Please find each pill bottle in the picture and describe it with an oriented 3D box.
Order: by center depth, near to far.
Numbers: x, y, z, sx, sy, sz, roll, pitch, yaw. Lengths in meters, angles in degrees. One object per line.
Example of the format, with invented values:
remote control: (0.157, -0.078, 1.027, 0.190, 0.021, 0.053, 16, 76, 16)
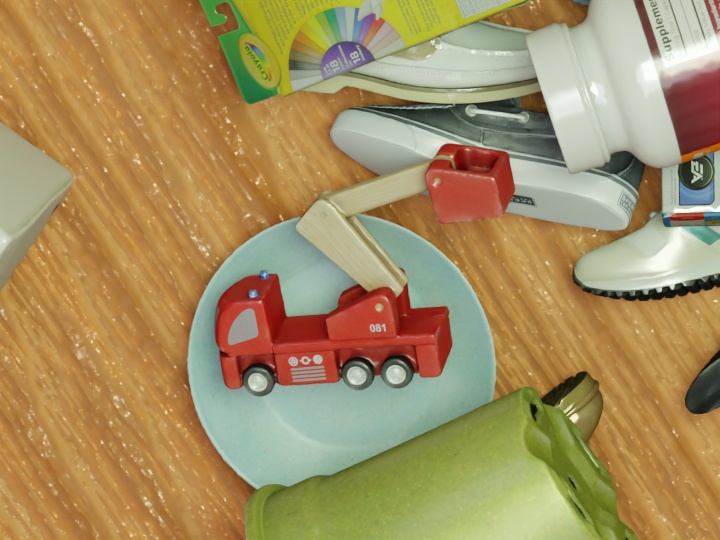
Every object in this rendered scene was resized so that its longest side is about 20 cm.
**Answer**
pill bottle: (0.201, -0.126, 1.570, 0.199, 0.113, 0.114, -19, 100, 6)

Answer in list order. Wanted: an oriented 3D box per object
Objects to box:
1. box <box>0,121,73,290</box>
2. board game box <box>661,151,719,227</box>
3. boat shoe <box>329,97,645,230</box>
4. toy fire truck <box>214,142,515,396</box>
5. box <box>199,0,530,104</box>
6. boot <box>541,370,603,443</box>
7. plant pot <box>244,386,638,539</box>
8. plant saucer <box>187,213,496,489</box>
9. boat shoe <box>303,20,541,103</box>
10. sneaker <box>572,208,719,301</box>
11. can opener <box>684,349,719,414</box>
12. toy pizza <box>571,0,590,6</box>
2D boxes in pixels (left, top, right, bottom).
box: (-0.314, -0.012, 1.708, 0.171, 0.200, 0.200, 35, 104, -4)
board game box: (0.277, -0.128, 1.646, 0.194, 0.056, 0.202, 0, 83, 7)
boat shoe: (0.081, -0.081, 1.712, 0.199, 0.072, 0.068, 13, 71, 18)
toy fire truck: (0.000, 0.000, 1.689, 0.198, 0.049, 0.142, -4, 112, 15)
box: (-0.002, -0.183, 1.635, 0.199, 0.048, 0.118, -20, 102, 19)
boot: (0.156, 0.185, 1.765, 0.200, 0.066, 0.175, 42, 117, -3)
plant pot: (0.061, 0.172, 1.660, 0.184, 0.200, 0.201, -33, 97, 15)
plant saucer: (-0.010, 0.058, 1.767, 0.199, 0.039, 0.203, 2, 103, 8)
boat shoe: (0.028, -0.146, 1.697, 0.198, 0.075, 0.069, 3, 109, 8)
sneaker: (0.225, -0.039, 1.709, 0.198, 0.070, 0.094, -12, 83, 12)
can opener: (0.283, 0.036, 1.679, 0.063, 0.079, 0.200, 46, 133, -4)
toy pizza: (0.116, -0.240, 1.625, 0.200, 0.200, 0.032, 46, 66, -4)
